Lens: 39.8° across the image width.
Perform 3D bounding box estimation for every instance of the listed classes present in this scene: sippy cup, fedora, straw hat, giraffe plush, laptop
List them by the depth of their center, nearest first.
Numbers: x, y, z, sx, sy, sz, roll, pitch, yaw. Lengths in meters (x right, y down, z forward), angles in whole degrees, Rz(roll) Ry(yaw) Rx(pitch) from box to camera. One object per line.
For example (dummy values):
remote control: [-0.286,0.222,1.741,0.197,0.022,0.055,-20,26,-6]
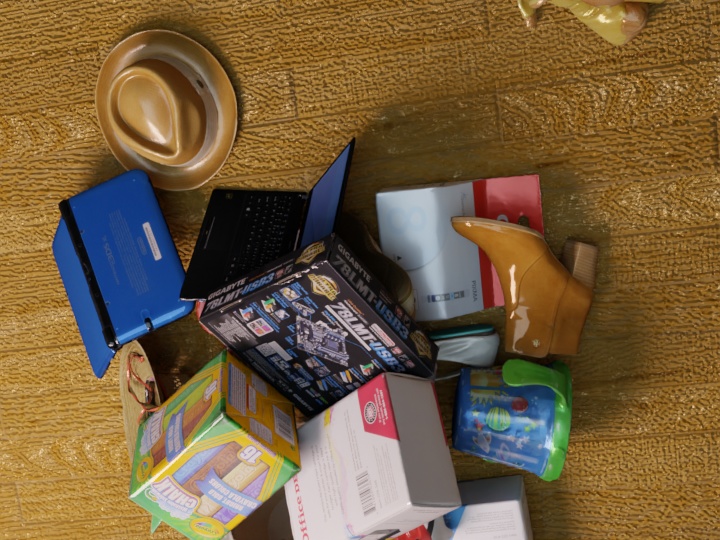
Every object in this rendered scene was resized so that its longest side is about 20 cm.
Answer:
giraffe plush: [0.243,-0.330,1.052,0.196,0.162,0.176,5,103,9]
laptop: [-0.108,-0.060,1.160,0.196,0.179,0.104,3,140,10]
sippy cup: [0.175,0.171,1.179,0.127,0.140,0.181,7,109,1]
fedora: [-0.248,-0.193,1.217,0.196,0.082,0.205,2,103,10]
straw hat: [-0.246,0.181,1.290,0.084,0.200,0.205,-6,104,-29]

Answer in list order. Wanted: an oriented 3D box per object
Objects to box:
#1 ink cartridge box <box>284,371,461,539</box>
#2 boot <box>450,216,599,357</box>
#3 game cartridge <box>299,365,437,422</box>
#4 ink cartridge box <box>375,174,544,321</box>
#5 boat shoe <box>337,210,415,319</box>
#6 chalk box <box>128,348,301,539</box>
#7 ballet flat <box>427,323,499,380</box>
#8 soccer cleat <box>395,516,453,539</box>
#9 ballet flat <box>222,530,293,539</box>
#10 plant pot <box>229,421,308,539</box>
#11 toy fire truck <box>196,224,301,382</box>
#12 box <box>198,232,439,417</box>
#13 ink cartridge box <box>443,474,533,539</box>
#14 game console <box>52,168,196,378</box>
ink cartridge box: [0.005,0.223,1.104,0.199,0.085,0.150,-37,55,40]
boot: [0.184,0.022,1.163,0.197,0.071,0.147,14,93,-14]
game cartridge: [0.012,0.163,1.230,0.132,0.041,0.202,28,130,1]
ink cartridge box: [0.123,-0.025,1.201,0.196,0.047,0.164,-4,101,13]
boat shoe: [0.000,0.000,1.181,0.073,0.200,0.067,-32,135,-7]
chalk box: [-0.180,0.215,1.130,0.199,0.125,0.124,-41,118,15]
ballet flat: [0.074,0.104,1.228,0.196,0.069,0.071,-2,102,8]
soccer cleat: [0.059,0.240,1.187,0.068,0.084,0.204,-22,81,44]
ballet flat: [-0.120,0.372,1.317,0.196,0.068,0.065,10,59,7]
plant pot: [-0.070,0.308,1.244,0.196,0.135,0.204,3,63,-5]
toy fire truck: [-0.108,0.063,1.242,0.165,0.112,0.203,-21,99,-5]
box: [-0.046,0.070,1.113,0.196,0.050,0.200,-24,125,33]
ink cartridge box: [0.151,0.377,1.262,0.142,0.085,0.204,-9,99,13]
game console: [-0.303,0.006,1.251,0.168,0.118,0.203,-24,75,-2]
